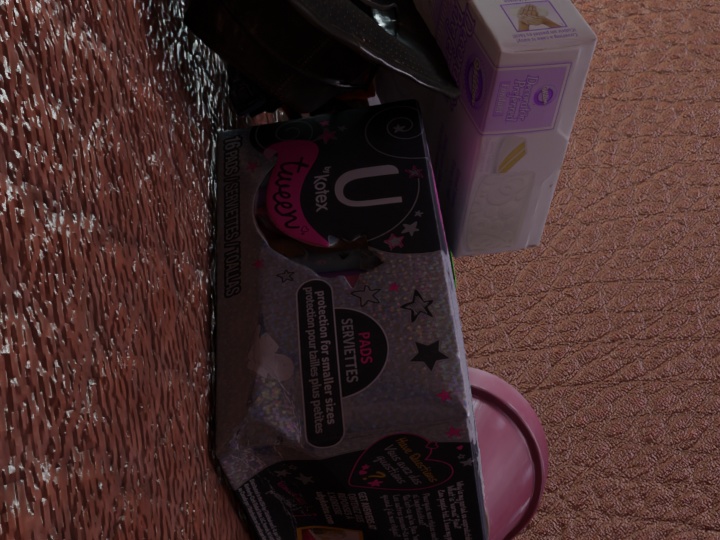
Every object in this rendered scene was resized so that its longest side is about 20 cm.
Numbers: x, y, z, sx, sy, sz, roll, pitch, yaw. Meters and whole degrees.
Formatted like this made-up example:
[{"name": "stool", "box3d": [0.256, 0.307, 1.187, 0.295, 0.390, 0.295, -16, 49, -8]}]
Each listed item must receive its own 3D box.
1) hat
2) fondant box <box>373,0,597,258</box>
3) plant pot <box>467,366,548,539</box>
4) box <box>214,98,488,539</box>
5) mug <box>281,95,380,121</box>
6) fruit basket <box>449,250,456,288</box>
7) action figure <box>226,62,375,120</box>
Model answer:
[{"name": "hat", "box3d": [-0.039, -0.134, 0.552, 0.200, 0.081, 0.201, 36, 24, -19]}, {"name": "fondant box", "box3d": [0.060, -0.129, 0.643, 0.145, 0.058, 0.200, 98, -22, -44]}, {"name": "plant pot", "box3d": [0.085, 0.220, 1.106, 0.179, 0.199, 0.201, -40, 122, -68]}, {"name": "box", "box3d": [-0.005, 0.031, 0.549, 0.132, 0.114, 0.201, 77, 4, -49]}, {"name": "mug", "box3d": [0.005, -0.099, 0.928, 0.153, 0.187, 0.150, 42, 33, -6]}, {"name": "fruit basket", "box3d": [0.022, -0.048, 1.139, 0.216, 0.155, 0.217, 167, -90, -76]}, {"name": "action figure", "box3d": [-0.038, -0.161, 0.675, 0.200, 0.104, 0.194, -94, 165, -67]}]
